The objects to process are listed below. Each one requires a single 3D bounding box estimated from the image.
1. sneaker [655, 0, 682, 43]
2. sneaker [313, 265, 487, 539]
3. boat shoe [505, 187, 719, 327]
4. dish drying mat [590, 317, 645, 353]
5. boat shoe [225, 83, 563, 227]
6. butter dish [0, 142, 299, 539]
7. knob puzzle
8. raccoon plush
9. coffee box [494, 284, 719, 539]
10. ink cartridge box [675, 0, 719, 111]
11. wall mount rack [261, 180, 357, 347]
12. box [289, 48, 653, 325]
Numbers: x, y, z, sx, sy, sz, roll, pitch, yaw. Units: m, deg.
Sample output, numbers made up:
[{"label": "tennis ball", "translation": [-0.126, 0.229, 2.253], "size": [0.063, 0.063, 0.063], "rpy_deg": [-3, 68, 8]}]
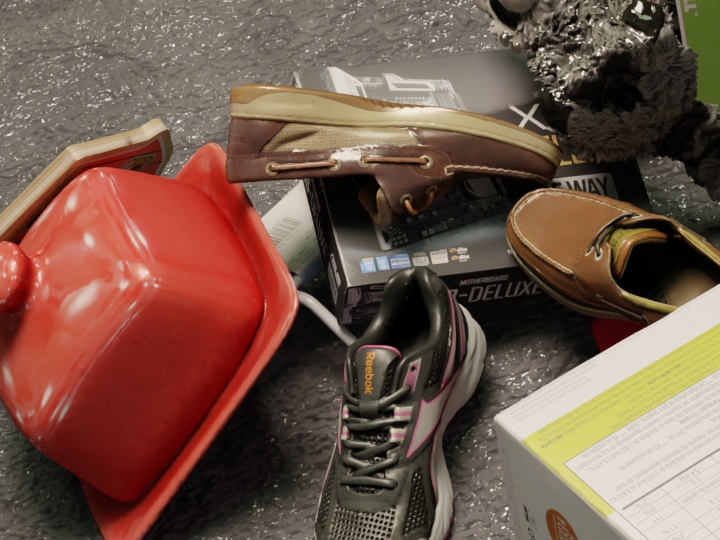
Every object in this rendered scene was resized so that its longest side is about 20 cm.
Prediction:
[{"label": "sneaker", "translation": [0.188, -0.163, 1.628], "size": [0.091, 0.076, 0.200], "rpy_deg": [-14, 41, 39]}, {"label": "sneaker", "translation": [0.011, 0.083, 1.373], "size": [0.080, 0.086, 0.200], "rpy_deg": [-2, 53, 20]}, {"label": "boat shoe", "translation": [0.159, -0.006, 1.368], "size": [0.200, 0.068, 0.072], "rpy_deg": [27, 73, 35]}, {"label": "dish drying mat", "translation": [0.187, 0.069, 1.379], "size": [0.077, 0.018, 0.200], "rpy_deg": [-41, 37, 16]}, {"label": "boat shoe", "translation": [0.018, -0.061, 1.425], "size": [0.199, 0.072, 0.072], "rpy_deg": [8, -2, -14]}, {"label": "butter dish", "translation": [-0.156, 0.025, 1.415], "size": [0.200, 0.148, 0.200], "rpy_deg": [-54, 34, 18]}, {"label": "knob puzzle", "translation": [-0.185, -0.022, 1.549], "size": [0.219, 0.220, 0.030], "rpy_deg": [-36, 82, -25]}, {"label": "raccoon plush", "translation": [0.142, -0.122, 1.472], "size": [0.097, 0.200, 0.134], "rpy_deg": [-36, 46, 3]}, {"label": "coffee box", "translation": [0.209, 0.142, 1.158], "size": [0.200, 0.200, 0.198], "rpy_deg": [-28, 40, -18]}, {"label": "ink cartridge box", "translation": [0.238, -0.134, 1.528], "size": [0.076, 0.148, 0.200], "rpy_deg": [-1, 40, 18]}, {"label": "wall mount rack", "translation": [0.000, 0.000, 1.512], "size": [0.173, 0.075, 0.200], "rpy_deg": [18, 50, 39]}, {"label": "box", "translation": [0.067, -0.056, 1.489], "size": [0.199, 0.050, 0.158], "rpy_deg": [-6, 60, -13]}]
